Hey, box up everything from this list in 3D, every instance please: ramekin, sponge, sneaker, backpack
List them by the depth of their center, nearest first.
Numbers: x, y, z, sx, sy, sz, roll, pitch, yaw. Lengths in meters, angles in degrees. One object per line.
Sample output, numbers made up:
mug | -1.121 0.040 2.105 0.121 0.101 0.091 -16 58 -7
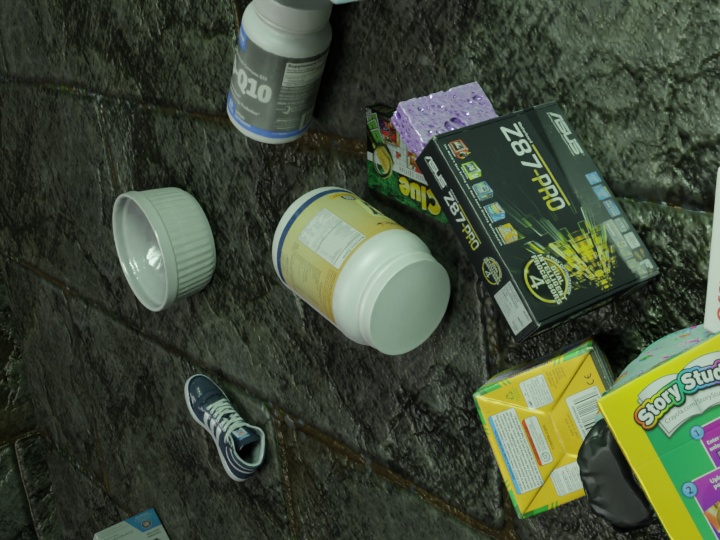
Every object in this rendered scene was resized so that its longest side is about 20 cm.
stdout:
backpack | 0.281 0.123 0.929 0.165 0.199 0.128 -7 103 37
sponge | 0.123 -0.094 1.137 0.201 0.111 0.030 60 145 17
ramekin | -0.322 -0.042 1.870 0.200 0.104 0.203 34 133 46
sneaker | -0.226 0.257 1.908 0.202 0.070 0.108 60 152 5

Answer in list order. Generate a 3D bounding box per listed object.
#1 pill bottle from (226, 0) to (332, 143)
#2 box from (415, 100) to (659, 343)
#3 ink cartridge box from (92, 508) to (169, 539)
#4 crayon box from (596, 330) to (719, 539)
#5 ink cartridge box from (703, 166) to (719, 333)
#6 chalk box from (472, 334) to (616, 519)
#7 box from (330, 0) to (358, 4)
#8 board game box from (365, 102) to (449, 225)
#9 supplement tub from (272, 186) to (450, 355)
pill bottle | -0.098 -0.266 1.389 0.114 0.113 0.201 51 143 29
box | 0.164 -0.049 1.049 0.202 0.160 0.049 62 147 16
ink cartridge box | -0.480 0.659 2.451 0.201 0.145 0.147 55 144 23
crayon box | 0.292 0.118 0.776 0.199 0.058 0.174 -31 78 17
ink cartridge box | 0.363 0.005 0.838 0.199 0.083 0.147 28 129 48
chalk box | 0.197 0.144 1.099 0.126 0.123 0.200 68 -168 6
box | 0.008 -0.353 1.093 0.184 0.198 0.106 41 137 38
board game box | 0.072 -0.119 1.290 0.199 0.023 0.106 29 131 48
supplement tub | 0.000 0.000 1.349 0.199 0.143 0.146 36 135 43
